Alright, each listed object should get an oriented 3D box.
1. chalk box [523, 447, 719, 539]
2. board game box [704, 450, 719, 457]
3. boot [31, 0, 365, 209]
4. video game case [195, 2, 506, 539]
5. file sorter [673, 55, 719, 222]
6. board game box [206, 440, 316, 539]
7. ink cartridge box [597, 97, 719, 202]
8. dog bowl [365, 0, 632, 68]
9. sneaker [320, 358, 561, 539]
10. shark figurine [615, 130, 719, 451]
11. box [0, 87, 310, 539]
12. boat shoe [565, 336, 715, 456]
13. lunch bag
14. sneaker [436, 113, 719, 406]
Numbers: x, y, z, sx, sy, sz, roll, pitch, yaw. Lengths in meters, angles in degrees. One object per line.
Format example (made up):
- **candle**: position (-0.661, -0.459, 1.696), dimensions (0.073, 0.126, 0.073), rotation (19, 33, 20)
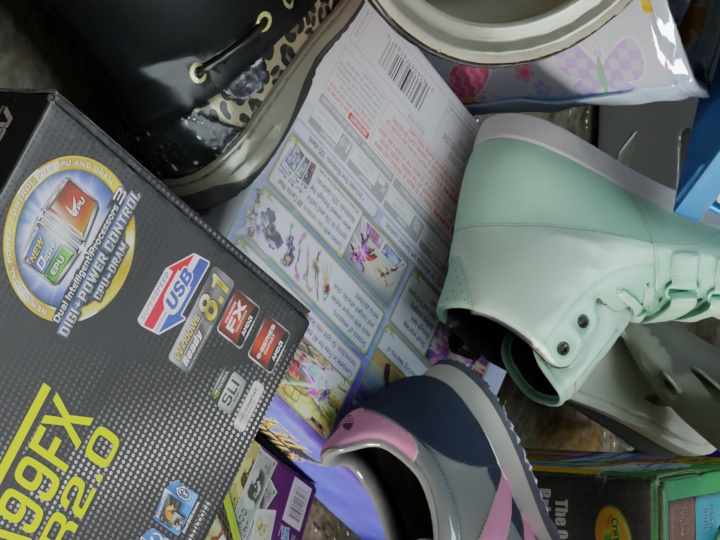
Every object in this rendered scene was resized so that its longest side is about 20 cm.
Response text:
- **chalk box**: position (0.123, 0.153, 1.051), dimensions (0.124, 0.199, 0.125), rotation (1, 90, -56)
- **board game box**: position (0.244, 0.134, 1.294), dimensions (0.200, 0.045, 0.135), rotation (-39, 122, -21)
- **boot**: position (-0.067, -0.146, 0.890), dimensions (0.154, 0.073, 0.204), rotation (52, 48, -38)
- **video game case**: position (0.000, 0.000, 0.987), dimensions (0.200, 0.045, 0.182), rotation (47, 57, -40)
- **file sorter**: position (0.239, -0.111, 0.988), dimensions (0.139, 0.122, 0.200), rotation (119, -7, -48)
- **board game box**: position (-0.083, 0.158, 0.903), dimensions (0.120, 0.032, 0.201), rotation (47, 52, -50)
- **ink cartridge box**: position (0.219, -0.053, 1.293), dimensions (0.200, 0.083, 0.146), rotation (6, 85, -55)
- **dog bowl**: position (0.049, -0.187, 0.879), dimensions (0.200, 0.074, 0.201), rotation (-15, 117, -32)
- **sneaker**: position (0.051, 0.140, 0.930), dimensions (0.082, 0.070, 0.200), rotation (-21, 74, -31)
- **shark figurine**: position (0.187, 0.039, 1.114), dimensions (0.089, 0.215, 0.128), rotation (-39, 167, -21)
- **box**: position (-0.117, 0.060, 0.799), dimensions (0.160, 0.044, 0.200), rotation (43, 65, -41)
- **boat shoe**: position (0.107, 0.042, 1.146), dimensions (0.200, 0.062, 0.073), rotation (33, 66, -27)
- **lunch bag**: position (0.087, -0.174, 1.028), dimensions (0.127, 0.169, 0.201), rotation (7, 81, -57)
- **sneaker**: position (0.126, 0.022, 1.001), dimensions (0.200, 0.074, 0.119), rotation (24, 69, -10)
